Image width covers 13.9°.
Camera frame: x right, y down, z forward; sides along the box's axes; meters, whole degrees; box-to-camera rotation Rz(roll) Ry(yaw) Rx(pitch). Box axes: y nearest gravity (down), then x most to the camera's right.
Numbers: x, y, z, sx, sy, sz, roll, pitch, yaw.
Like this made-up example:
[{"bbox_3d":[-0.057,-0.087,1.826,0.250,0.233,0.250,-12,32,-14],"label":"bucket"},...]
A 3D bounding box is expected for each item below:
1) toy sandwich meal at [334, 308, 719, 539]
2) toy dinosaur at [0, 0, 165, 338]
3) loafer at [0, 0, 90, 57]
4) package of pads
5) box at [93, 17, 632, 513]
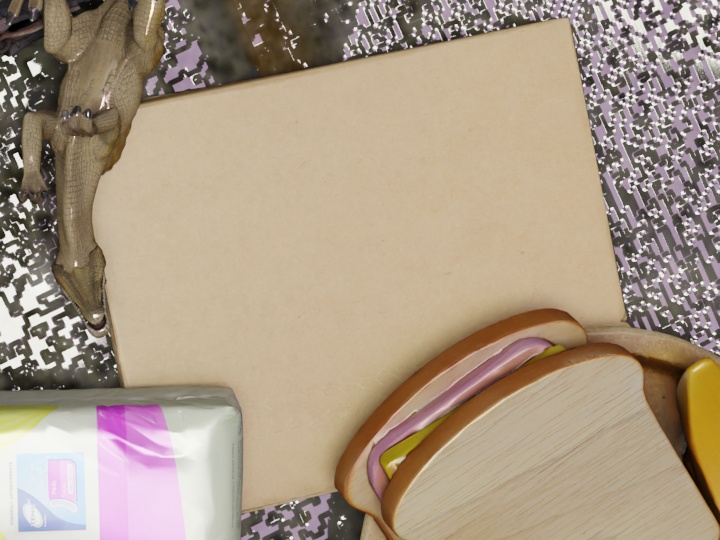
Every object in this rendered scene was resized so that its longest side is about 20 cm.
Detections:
[{"bbox_3d":[0.090,0.109,1.123,0.205,0.070,0.206,-3,104,-12],"label":"toy sandwich meal"},{"bbox_3d":[-0.090,-0.081,1.064,0.058,0.101,0.200,14,74,14],"label":"toy dinosaur"},{"bbox_3d":[-0.167,-0.089,1.053,0.200,0.072,0.063,-11,100,-42],"label":"loafer"},{"bbox_3d":[-0.143,0.124,1.088,0.200,0.068,0.155,-1,96,-3],"label":"package of pads"},{"bbox_3d":[0.000,0.000,1.139,0.200,0.021,0.164,-12,96,-9],"label":"box"}]
